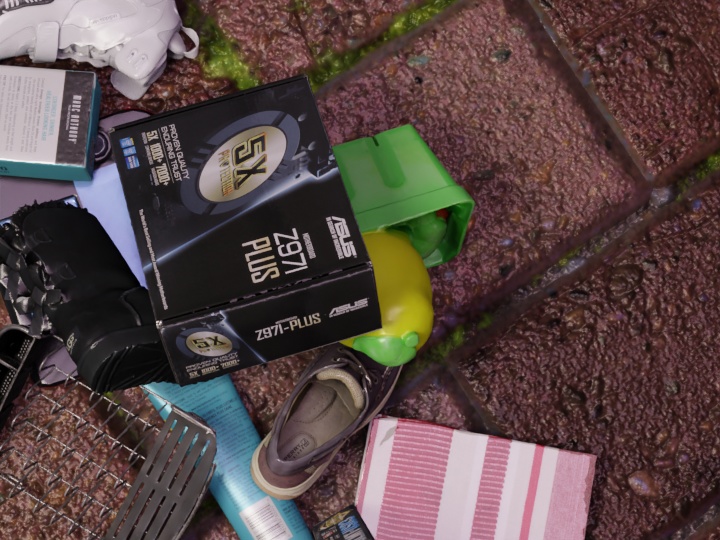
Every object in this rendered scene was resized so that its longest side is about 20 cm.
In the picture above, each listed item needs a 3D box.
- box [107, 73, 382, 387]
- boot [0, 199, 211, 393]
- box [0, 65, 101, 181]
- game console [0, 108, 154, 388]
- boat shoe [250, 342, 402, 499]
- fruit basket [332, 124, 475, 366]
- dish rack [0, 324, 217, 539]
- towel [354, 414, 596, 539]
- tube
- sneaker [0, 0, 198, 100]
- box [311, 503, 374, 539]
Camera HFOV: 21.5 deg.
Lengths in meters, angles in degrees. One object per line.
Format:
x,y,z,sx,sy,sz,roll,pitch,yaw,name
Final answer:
-0.089,-0.033,1.446,0.164,0.086,0.200,-15,55,-4,box
-0.189,0.016,1.517,0.198,0.073,0.162,-7,48,-47,boot
-0.316,-0.124,1.550,0.200,0.049,0.082,5,78,0,box
-0.218,-0.022,1.578,0.177,0.031,0.200,-19,85,-12,game console
-0.017,0.100,1.560,0.072,0.065,0.200,39,63,2,boat shoe
0.000,0.000,1.545,0.215,0.156,0.216,2,68,-4,fruit basket
-0.219,0.144,1.507,0.200,0.055,0.153,30,107,6,dish rack
0.093,0.208,1.603,0.200,0.023,0.144,12,83,-6,towel
-0.108,0.152,1.566,0.077,0.050,0.200,-27,83,-31,tube
-0.234,-0.189,1.575,0.200,0.075,0.115,-28,85,-15,sneaker
0.033,0.289,1.481,0.050,0.200,0.199,-32,94,-4,box
